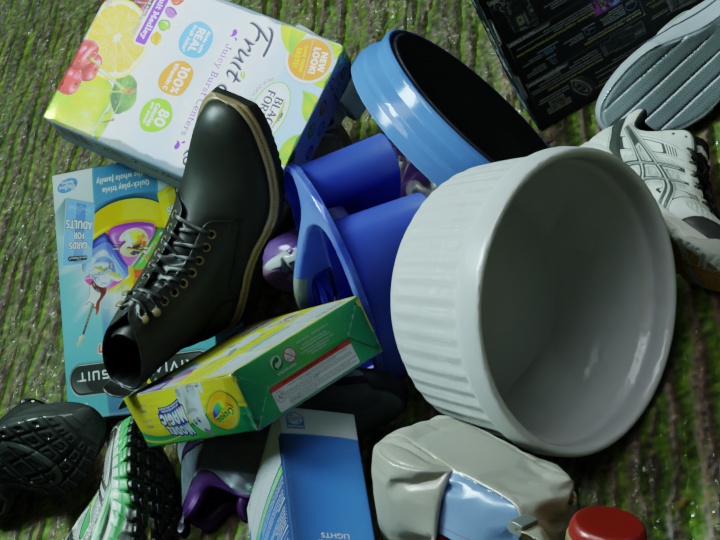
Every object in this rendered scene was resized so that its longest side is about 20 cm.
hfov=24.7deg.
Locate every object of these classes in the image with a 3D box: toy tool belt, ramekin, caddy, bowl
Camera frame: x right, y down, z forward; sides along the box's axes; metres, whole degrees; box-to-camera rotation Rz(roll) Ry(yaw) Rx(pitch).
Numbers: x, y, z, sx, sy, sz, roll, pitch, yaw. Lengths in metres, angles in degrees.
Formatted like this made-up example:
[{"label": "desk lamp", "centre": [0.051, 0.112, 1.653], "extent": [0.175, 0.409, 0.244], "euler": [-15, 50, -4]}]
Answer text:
[{"label": "toy tool belt", "centre": [0.088, 0.180, 1.022], "extent": [0.124, 0.125, 0.199], "euler": [-14, 27, -42]}, {"label": "ramekin", "centre": [0.111, 0.019, 1.097], "extent": [0.104, 0.201, 0.201], "euler": [3, 49, 49]}, {"label": "caddy", "centre": [0.000, 0.000, 1.193], "extent": [0.104, 0.201, 0.142], "euler": [-24, 52, -8]}, {"label": "bowl", "centre": [0.080, -0.106, 1.242], "extent": [0.039, 0.199, 0.202], "euler": [-47, 34, 20]}]

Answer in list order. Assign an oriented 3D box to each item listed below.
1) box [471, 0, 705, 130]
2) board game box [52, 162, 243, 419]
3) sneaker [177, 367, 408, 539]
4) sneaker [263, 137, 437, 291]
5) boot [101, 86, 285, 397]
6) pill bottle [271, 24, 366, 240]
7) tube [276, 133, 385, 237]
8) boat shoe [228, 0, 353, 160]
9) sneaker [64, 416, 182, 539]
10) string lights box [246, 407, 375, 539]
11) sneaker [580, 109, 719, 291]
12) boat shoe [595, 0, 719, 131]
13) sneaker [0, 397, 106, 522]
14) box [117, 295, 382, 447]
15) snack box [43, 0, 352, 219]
[{"label": "box", "centre": [0.195, -0.229, 1.327], "extent": [0.199, 0.161, 0.044], "euler": [-30, 39, 4]}, {"label": "board game box", "centre": [-0.170, 0.014, 1.318], "extent": [0.149, 0.047, 0.203], "euler": [-8, 83, 28]}, {"label": "sneaker", "centre": [-0.049, 0.138, 1.187], "extent": [0.198, 0.074, 0.088], "euler": [-23, 48, 30]}, {"label": "sneaker", "centre": [0.002, -0.057, 1.321], "extent": [0.199, 0.081, 0.089], "euler": [-29, 70, -1]}, {"label": "boot", "centre": [-0.123, -0.013, 1.150], "extent": [0.077, 0.202, 0.138], "euler": [23, 38, 25]}, {"label": "pill bottle", "centre": [-0.082, -0.102, 1.391], "extent": [0.201, 0.109, 0.109], "euler": [-51, 39, -1]}, {"label": "tube", "centre": [0.010, -0.082, 1.396], "extent": [0.199, 0.051, 0.078], "euler": [-28, 28, 18]}, {"label": "boat shoe", "centre": [-0.066, -0.132, 1.299], "extent": [0.073, 0.063, 0.202], "euler": [-31, 66, 2]}, {"label": "sneaker", "centre": [-0.188, 0.192, 1.208], "extent": [0.084, 0.078, 0.201], "euler": [-16, 42, 21]}, {"label": "string lights box", "centre": [-0.031, 0.196, 1.065], "extent": [0.058, 0.104, 0.201], "euler": [7, 38, -15]}, {"label": "sneaker", "centre": [0.227, -0.061, 1.190], "extent": [0.087, 0.076, 0.200], "euler": [-39, 39, -3]}, {"label": "boat shoe", "centre": [0.270, -0.169, 1.299], "extent": [0.199, 0.074, 0.067], "euler": [-34, 9, 2]}, {"label": "sneaker", "centre": [-0.259, 0.133, 1.293], "extent": [0.199, 0.076, 0.091], "euler": [-25, 24, 43]}, {"label": "box", "centre": [-0.085, 0.075, 1.154], "extent": [0.117, 0.049, 0.199], "euler": [-31, 9, -31]}, {"label": "snack box", "centre": [-0.123, -0.136, 1.260], "extent": [0.198, 0.053, 0.143], "euler": [23, 80, 17]}]
